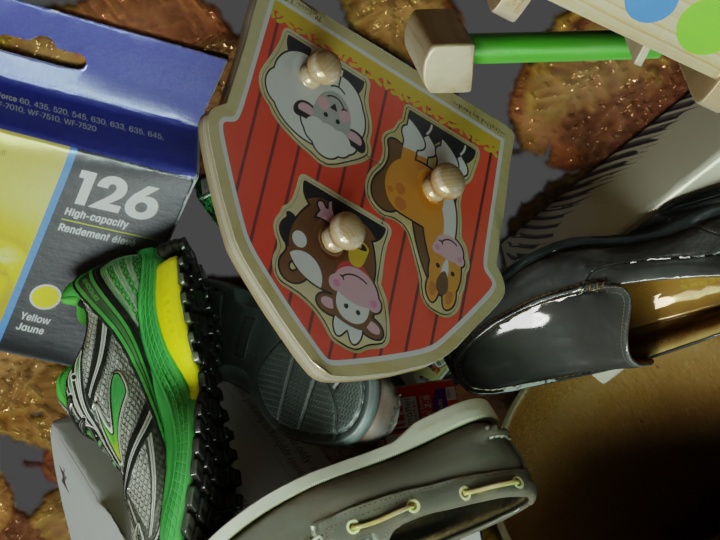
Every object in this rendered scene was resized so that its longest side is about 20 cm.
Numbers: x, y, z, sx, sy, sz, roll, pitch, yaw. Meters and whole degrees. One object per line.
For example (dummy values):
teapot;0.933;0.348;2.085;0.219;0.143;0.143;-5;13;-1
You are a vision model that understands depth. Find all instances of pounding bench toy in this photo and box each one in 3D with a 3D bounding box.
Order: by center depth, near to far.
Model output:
pounding bench toy;0.134;-0.152;1.356;0.155;0.125;0.200;23;121;-24

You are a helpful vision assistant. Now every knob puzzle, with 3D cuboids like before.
knob puzzle;0.003;-0.034;1.383;0.219;0.221;0.030;29;144;-27

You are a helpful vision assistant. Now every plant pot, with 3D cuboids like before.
plant pot;0.202;0.149;1.579;0.186;0.187;0.200;-28;140;13

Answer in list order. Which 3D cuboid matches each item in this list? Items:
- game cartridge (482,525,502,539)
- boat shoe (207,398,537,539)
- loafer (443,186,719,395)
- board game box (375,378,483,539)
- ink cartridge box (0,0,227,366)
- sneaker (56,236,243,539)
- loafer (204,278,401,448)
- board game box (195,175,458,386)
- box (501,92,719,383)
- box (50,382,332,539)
game cartridge;0.161;0.233;1.589;0.176;0.200;0.033;29;102;-38
boat shoe;0.000;0.134;1.375;0.201;0.060;0.072;-26;156;-24
loafer;0.136;0.021;1.435;0.199;0.072;0.073;-26;124;14
board game box;0.042;0.168;1.520;0.046;0.152;0.200;-8;157;-3
ink cartridge box;-0.194;-0.047;1.437;0.197;0.047;0.201;14;125;-19
sneaker;-0.113;0.085;1.418;0.085;0.201;0.078;-14;151;11
loafer;-0.032;0.049;1.456;0.063;0.200;0.072;17;94;-38
board game box;0.000;0.000;1.517;0.104;0.024;0.200;-26;126;14
box;0.179;-0.033;1.489;0.200;0.069;0.082;-38;123;19
box;-0.071;0.192;1.522;0.130;0.199;0.201;-20;130;-18
